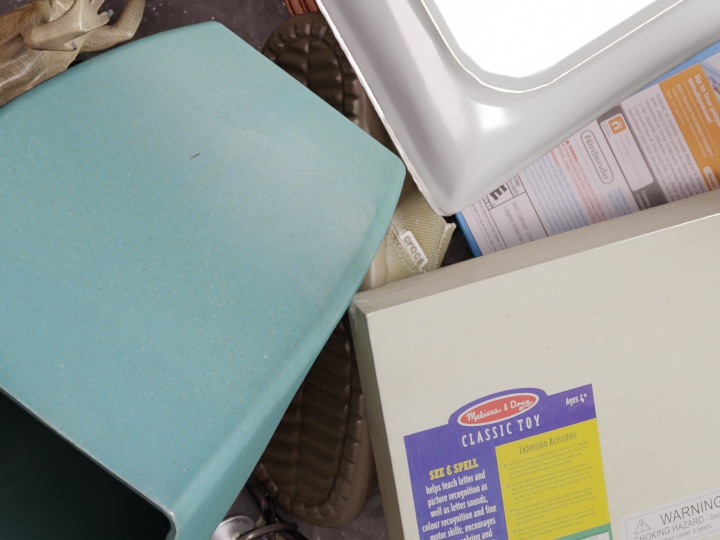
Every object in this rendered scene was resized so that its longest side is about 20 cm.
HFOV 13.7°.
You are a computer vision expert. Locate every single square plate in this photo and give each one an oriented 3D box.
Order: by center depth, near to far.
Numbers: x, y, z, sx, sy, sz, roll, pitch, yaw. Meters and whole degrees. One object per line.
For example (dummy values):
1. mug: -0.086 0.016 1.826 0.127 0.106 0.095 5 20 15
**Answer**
1. square plate: 0.061 -0.152 1.092 0.200 0.028 0.198 -33 98 -21

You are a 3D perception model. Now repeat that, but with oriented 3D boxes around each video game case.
1. video game case: 0.149 -0.016 1.155 0.200 0.018 0.143 -26 96 1

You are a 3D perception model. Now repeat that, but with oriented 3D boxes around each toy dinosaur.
1. toy dinosaur: -0.124 -0.075 1.098 0.101 0.200 0.058 -8 118 33

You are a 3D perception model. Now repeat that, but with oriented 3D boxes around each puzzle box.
1. puzzle box: 0.099 0.045 1.110 0.199 0.025 0.133 -15 112 -14

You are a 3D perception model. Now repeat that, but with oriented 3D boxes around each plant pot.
1. plant pot: -0.081 0.019 1.008 0.141 0.141 0.200 37 48 6

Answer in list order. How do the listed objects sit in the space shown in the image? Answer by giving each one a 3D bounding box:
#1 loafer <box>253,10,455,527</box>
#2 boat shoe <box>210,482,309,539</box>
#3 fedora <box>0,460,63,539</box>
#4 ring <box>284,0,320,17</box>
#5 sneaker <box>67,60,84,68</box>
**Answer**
1. loafer: 0.000 0.000 1.131 0.076 0.067 0.201 21 114 39
2. boat shoe: -0.056 0.111 1.135 0.199 0.072 0.065 18 110 7
3. fedora: -0.162 0.099 1.083 0.200 0.092 0.201 -3 83 24
4. ring: 0.063 -0.142 1.166 0.200 0.019 0.201 0 89 2
5. sneaker: -0.143 -0.047 1.137 0.199 0.083 0.072 -16 89 1
